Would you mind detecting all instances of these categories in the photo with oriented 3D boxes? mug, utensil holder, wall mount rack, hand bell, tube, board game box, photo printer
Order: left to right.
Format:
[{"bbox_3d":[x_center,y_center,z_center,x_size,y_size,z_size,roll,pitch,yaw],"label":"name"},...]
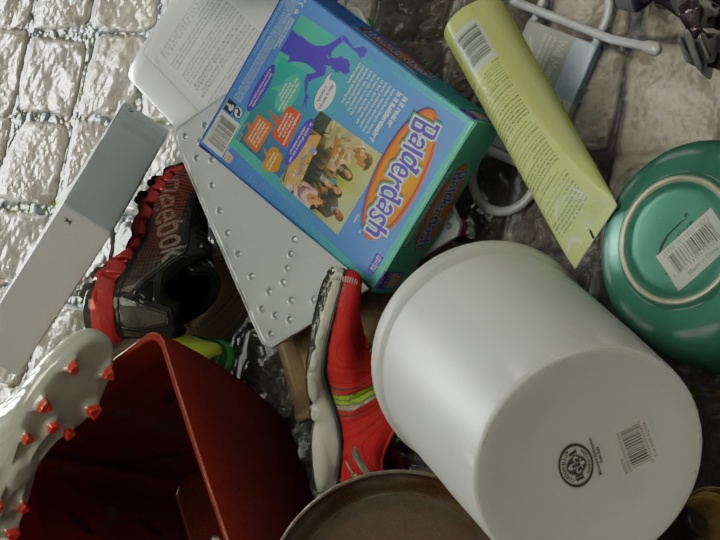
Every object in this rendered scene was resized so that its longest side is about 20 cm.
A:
[{"bbox_3d":[-0.089,-0.166,1.589,0.200,0.069,0.167,45,108,34],"label":"photo printer"},{"bbox_3d":[-0.033,-0.071,1.485,0.200,0.026,0.200,-31,74,26],"label":"board game box"},{"bbox_3d":[-0.011,-0.101,1.430,0.200,0.045,0.152,41,109,26],"label":"board game box"},{"bbox_3d":[0.114,0.090,1.268,0.170,0.170,0.200,-62,23,9],"label":"utensil holder"},{"bbox_3d":[0.122,-0.102,1.342,0.052,0.058,0.200,-31,63,11],"label":"tube"},{"bbox_3d":[0.141,-0.129,1.403,0.174,0.074,0.200,27,98,34],"label":"wall mount rack"},{"bbox_3d":[0.165,0.180,1.328,0.200,0.104,0.104,12,88,51],"label":"hand bell"},{"bbox_3d":[0.241,-0.026,1.278,0.152,0.114,0.186,3,82,38],"label":"mug"}]

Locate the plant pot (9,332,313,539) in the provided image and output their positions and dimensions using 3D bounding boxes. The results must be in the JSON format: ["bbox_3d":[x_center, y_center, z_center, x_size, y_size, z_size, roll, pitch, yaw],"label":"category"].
[{"bbox_3d":[-0.141,0.192,1.483,0.200,0.176,0.200,-34,61,26],"label":"plant pot"}]

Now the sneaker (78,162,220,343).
[{"bbox_3d":[-0.149,-0.013,1.543,0.098,0.071,0.201,6,43,18],"label":"sneaker"}]

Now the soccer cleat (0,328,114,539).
[{"bbox_3d":[-0.257,0.117,1.435,0.078,0.069,0.200,46,111,38],"label":"soccer cleat"}]

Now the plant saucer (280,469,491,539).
[{"bbox_3d":[0.029,0.244,1.381,0.200,0.032,0.201,0,91,3],"label":"plant saucer"}]

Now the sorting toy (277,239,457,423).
[{"bbox_3d":[0.000,0.000,1.512,0.185,0.036,0.200,-31,59,28],"label":"sorting toy"}]

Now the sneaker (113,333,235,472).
[{"bbox_3d":[-0.167,0.116,1.587,0.200,0.083,0.074,-41,59,45],"label":"sneaker"}]

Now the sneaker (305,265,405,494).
[{"bbox_3d":[0.004,0.083,1.426,0.085,0.077,0.200,0,122,5],"label":"sneaker"}]

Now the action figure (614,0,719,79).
[{"bbox_3d":[0.249,-0.184,1.311,0.200,0.130,0.070,32,136,40],"label":"action figure"}]

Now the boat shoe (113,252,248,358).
[{"bbox_3d":[-0.170,0.043,1.607,0.200,0.065,0.072,-32,63,28],"label":"boat shoe"}]

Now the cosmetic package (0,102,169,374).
[{"bbox_3d":[-0.245,-0.026,1.604,0.200,0.052,0.151,-51,10,40],"label":"cosmetic package"}]
